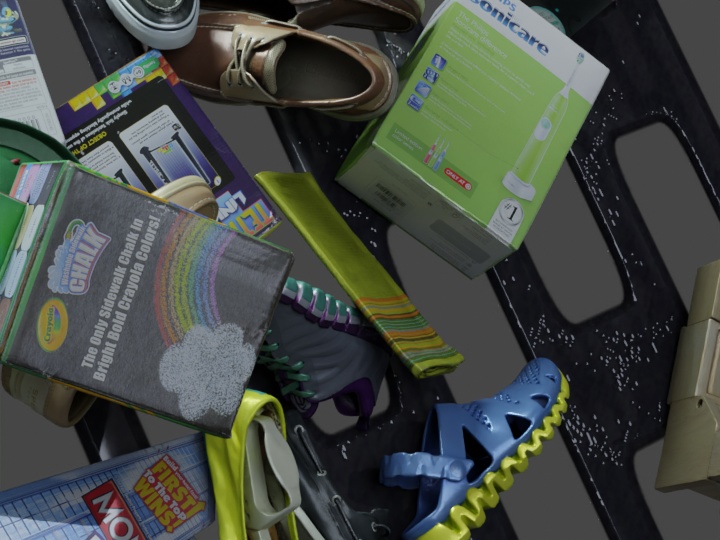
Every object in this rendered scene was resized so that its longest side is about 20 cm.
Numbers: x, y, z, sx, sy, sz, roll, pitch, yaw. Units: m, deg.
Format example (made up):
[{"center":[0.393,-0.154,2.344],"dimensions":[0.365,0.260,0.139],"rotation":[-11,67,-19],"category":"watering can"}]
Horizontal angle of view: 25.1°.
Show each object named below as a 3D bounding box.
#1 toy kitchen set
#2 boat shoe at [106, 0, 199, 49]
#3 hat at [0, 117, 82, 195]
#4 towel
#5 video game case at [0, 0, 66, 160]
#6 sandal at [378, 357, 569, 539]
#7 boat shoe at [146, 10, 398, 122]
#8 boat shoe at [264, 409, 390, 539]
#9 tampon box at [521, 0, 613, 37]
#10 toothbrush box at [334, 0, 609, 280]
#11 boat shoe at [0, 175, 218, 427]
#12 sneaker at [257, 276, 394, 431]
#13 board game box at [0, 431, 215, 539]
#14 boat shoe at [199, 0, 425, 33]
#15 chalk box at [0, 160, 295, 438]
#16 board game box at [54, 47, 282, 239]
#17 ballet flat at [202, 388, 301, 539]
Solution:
[{"center":[0.369,0.100,1.315],"dimensions":[0.162,0.180,0.202],"rotation":[21,70,-17],"category":"toy kitchen set"},{"center":[-0.166,-0.263,1.235],"dimensions":[0.071,0.071,0.202],"rotation":[-6,60,-21],"category":"boat shoe"},{"center":[-0.243,-0.021,1.016],"dimensions":[0.198,0.176,0.167],"rotation":[-19,94,-19],"category":"hat"},{"center":[0.000,0.000,1.225],"dimensions":[0.200,0.018,0.086],"rotation":[51,17,14],"category":"towel"},{"center":[-0.328,-0.138,1.139],"dimensions":[0.198,0.023,0.184],"rotation":[-14,65,-19],"category":"video game case"},{"center":[0.086,0.132,1.240],"dimensions":[0.087,0.079,0.200],"rotation":[45,60,-1],"category":"sandal"},{"center":[-0.070,-0.160,1.231],"dimensions":[0.198,0.072,0.077],"rotation":[7,92,8],"category":"boat shoe"},{"center":[-0.012,0.187,1.178],"dimensions":[0.066,0.075,0.200],"rotation":[-37,81,-17],"category":"boat shoe"},{"center":[0.161,-0.319,1.379],"dimensions":[0.200,0.150,0.126],"rotation":[45,61,-4],"category":"tampon box"},{"center":[0.093,-0.120,1.320],"dimensions":[0.145,0.086,0.201],"rotation":[34,63,-10],"category":"toothbrush box"},{"center":[-0.155,0.022,1.100],"dimensions":[0.064,0.071,0.200],"rotation":[31,70,23],"category":"boat shoe"},{"center":[-0.050,0.058,1.182],"dimensions":[0.199,0.074,0.088],"rotation":[22,73,-39],"category":"sneaker"},{"center":[-0.161,0.207,1.112],"dimensions":[0.199,0.062,0.201],"rotation":[-30,87,-28],"category":"board game box"},{"center":[-0.049,-0.215,1.300],"dimensions":[0.200,0.075,0.076],"rotation":[13,70,-7],"category":"boat shoe"},{"center":[-0.165,0.009,0.986],"dimensions":[0.199,0.124,0.126],"rotation":[23,84,-23],"category":"chalk box"},{"center":[-0.183,-0.044,1.188],"dimensions":[0.199,0.057,0.166],"rotation":[-36,91,-28],"category":"board game box"},{"center":[-0.065,0.179,1.107],"dimensions":[0.067,0.067,0.202],"rotation":[-3,82,-51],"category":"ballet flat"}]
